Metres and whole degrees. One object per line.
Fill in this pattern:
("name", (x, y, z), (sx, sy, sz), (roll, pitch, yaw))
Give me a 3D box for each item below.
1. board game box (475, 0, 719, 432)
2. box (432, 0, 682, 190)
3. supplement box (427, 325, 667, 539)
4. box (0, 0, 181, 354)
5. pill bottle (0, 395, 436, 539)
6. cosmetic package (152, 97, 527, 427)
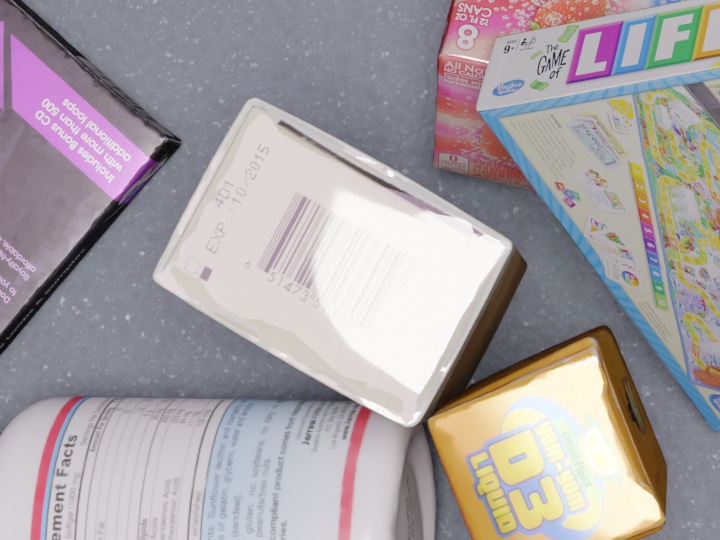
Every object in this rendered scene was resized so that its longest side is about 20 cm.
("board game box", (0.146, -0.016, 0.852), (0.134, 0.200, 0.034), (-7, 50, 33))
("box", (0.133, -0.078, 0.901), (0.199, 0.095, 0.103), (14, 68, 6))
("supplement box", (0.070, 0.062, 0.866), (0.068, 0.200, 0.067), (-23, 87, 4))
("box", (-0.190, -0.023, 0.976), (0.143, 0.036, 0.200), (41, 94, 5))
("pill bottle", (-0.076, 0.103, 0.923), (0.198, 0.109, 0.110), (0, 89, 12))
("cosmetic package", (0.000, 0.000, 0.874), (0.105, 0.200, 0.071), (29, 91, 4))
